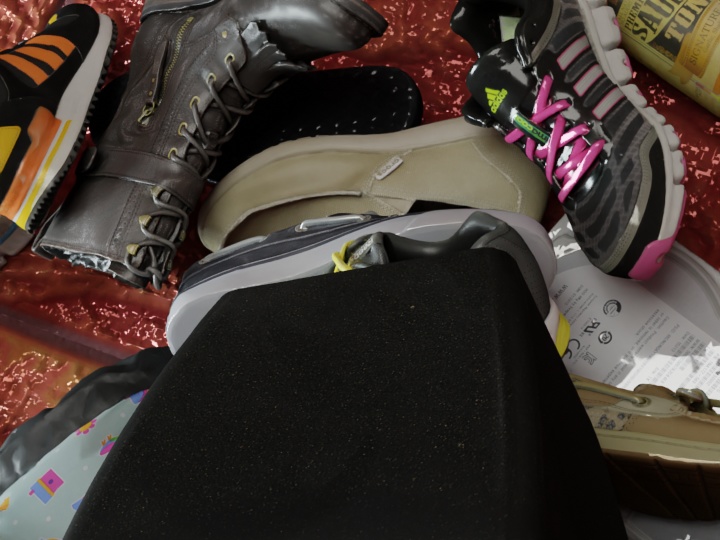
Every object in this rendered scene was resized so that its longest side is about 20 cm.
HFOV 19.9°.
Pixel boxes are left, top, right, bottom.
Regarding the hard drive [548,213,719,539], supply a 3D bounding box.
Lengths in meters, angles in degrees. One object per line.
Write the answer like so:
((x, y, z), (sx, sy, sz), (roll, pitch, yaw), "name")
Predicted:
((0.147, 0.064, 1.020), (0.200, 0.038, 0.140), (39, 84, 28), "hard drive")

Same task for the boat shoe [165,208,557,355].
((0.000, 0.000, 1.031), (0.199, 0.072, 0.068), (-16, 33, 15), "boat shoe")

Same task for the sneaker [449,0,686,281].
((0.096, -0.076, 1.022), (0.074, 0.087, 0.200), (-56, 38, 41), "sneaker")

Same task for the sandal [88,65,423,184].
((-0.059, -0.077, 1.152), (0.199, 0.045, 0.075), (1, 66, 17), "sandal")

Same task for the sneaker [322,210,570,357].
((-0.005, 0.023, 0.971), (0.199, 0.085, 0.075), (-15, 25, 6), "sneaker")

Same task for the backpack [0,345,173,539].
((-0.101, 0.149, 1.014), (0.167, 0.127, 0.200), (-39, 56, 1), "backpack")

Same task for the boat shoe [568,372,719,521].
((0.116, 0.071, 0.965), (0.199, 0.073, 0.063), (7, 63, 26), "boat shoe")

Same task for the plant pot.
((0.011, 0.107, 0.845), (0.199, 0.200, 0.178), (-11, 45, 20), "plant pot")

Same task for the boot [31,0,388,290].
((-0.081, -0.069, 1.076), (0.200, 0.069, 0.175), (1, 64, 50), "boot")

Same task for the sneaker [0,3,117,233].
((-0.194, -0.105, 1.140), (0.070, 0.090, 0.200), (-56, 17, 31), "sneaker")

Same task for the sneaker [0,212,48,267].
((-0.262, 0.002, 1.163), (0.075, 0.087, 0.200), (26, 79, 25), "sneaker")

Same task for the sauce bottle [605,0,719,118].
((0.157, -0.142, 1.093), (0.200, 0.066, 0.066), (37, 83, 29), "sauce bottle")

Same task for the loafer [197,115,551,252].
((0.008, -0.031, 1.089), (0.199, 0.076, 0.068), (-14, 57, 12), "loafer")
